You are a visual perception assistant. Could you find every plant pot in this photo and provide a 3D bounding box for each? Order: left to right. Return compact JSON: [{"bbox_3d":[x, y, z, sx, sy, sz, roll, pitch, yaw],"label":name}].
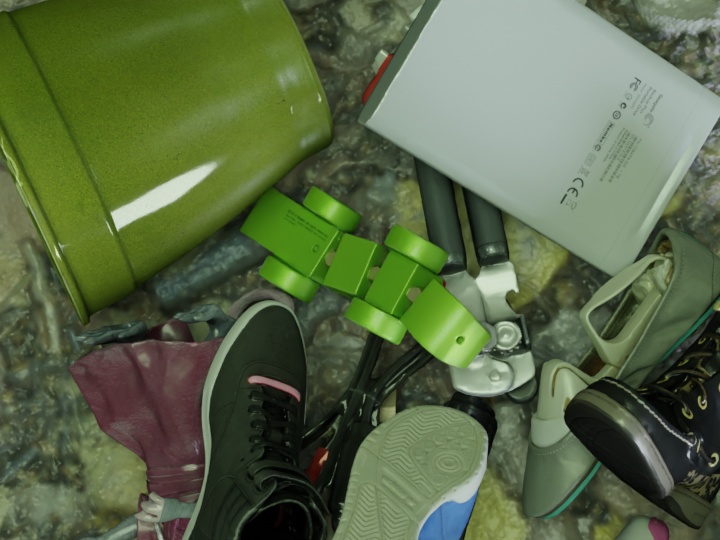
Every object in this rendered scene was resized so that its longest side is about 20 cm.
[{"bbox_3d":[-0.126,-0.096,1.372,0.193,0.200,0.201,-25,84,-8],"label":"plant pot"}]

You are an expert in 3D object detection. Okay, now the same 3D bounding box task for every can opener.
[{"bbox_3d":[0.067,-0.013,1.403,0.052,0.066,0.201,-12,77,1],"label":"can opener"}]

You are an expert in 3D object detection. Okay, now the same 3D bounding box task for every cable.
[{"bbox_3d":[-0.005,0.098,1.397,0.097,0.050,0.200,14,70,7],"label":"cable"}]

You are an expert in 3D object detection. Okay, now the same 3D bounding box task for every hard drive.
[{"bbox_3d":[0.113,-0.098,1.370,0.200,0.027,0.132,30,91,-22],"label":"hard drive"}]

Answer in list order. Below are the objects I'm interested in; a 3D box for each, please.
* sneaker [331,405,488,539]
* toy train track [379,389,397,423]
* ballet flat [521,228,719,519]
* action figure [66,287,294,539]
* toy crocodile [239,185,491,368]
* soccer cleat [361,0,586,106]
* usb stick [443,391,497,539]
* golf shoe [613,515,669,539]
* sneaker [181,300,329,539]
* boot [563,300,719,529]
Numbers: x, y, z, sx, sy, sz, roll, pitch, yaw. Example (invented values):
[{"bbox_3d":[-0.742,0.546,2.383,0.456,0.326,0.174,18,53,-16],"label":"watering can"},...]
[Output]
[{"bbox_3d":[0.019,0.174,1.312,0.077,0.200,0.111,15,129,9],"label":"sneaker"},{"bbox_3d":[0.011,0.175,1.408,0.114,0.033,0.201,0,86,6],"label":"toy train track"},{"bbox_3d":[0.147,0.059,1.380,0.064,0.067,0.200,39,86,-20],"label":"ballet flat"},{"bbox_3d":[-0.109,0.125,1.409,0.149,0.134,0.201,-20,98,-36],"label":"action figure"},{"bbox_3d":[0.000,0.000,1.380,0.200,0.062,0.068,27,87,40],"label":"toy crocodile"},{"bbox_3d":[0.091,-0.151,1.398,0.200,0.069,0.085,-39,90,-7],"label":"soccer cleat"},{"bbox_3d":[0.041,0.174,1.374,0.033,0.055,0.200,10,73,27],"label":"usb stick"},{"bbox_3d":[0.110,0.222,1.373,0.091,0.075,0.200,38,90,6],"label":"golf shoe"},{"bbox_3d":[-0.050,0.109,1.309,0.071,0.099,0.201,21,70,-27],"label":"sneaker"},{"bbox_3d":[0.203,0.064,1.320,0.073,0.200,0.151,35,85,32],"label":"boot"}]
